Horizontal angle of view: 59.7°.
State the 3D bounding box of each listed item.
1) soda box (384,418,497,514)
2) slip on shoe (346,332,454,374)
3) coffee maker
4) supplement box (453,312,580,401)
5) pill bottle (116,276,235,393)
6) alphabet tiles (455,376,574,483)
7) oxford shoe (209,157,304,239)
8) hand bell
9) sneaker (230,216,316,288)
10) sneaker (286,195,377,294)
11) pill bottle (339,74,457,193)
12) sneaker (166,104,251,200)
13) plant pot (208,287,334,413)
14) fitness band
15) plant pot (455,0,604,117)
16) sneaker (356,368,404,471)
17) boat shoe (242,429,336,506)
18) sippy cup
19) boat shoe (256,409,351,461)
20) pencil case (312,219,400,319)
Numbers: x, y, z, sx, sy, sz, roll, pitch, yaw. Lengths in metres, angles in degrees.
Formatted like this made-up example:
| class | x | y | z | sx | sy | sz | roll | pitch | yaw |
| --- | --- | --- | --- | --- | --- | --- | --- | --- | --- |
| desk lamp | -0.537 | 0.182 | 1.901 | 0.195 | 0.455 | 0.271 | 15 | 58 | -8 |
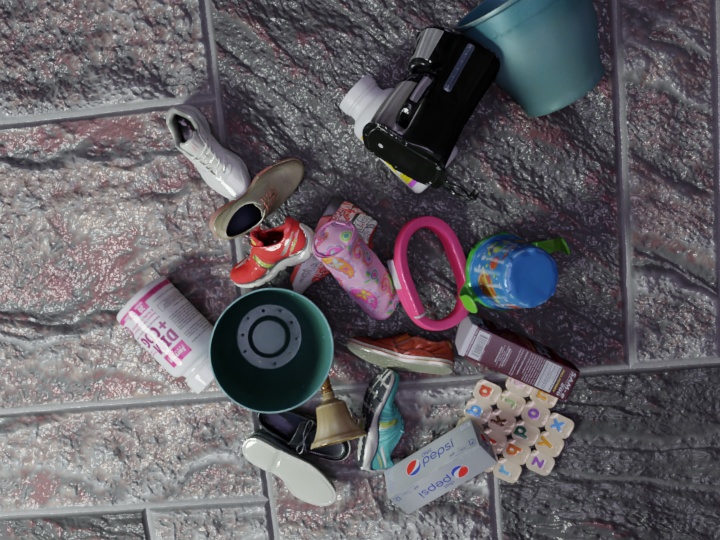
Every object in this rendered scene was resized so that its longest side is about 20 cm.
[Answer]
| class | x | y | z | sx | sy | sz | roll | pitch | yaw |
| --- | --- | --- | --- | --- | --- | --- | --- | --- | --- |
| soda box | 0.143 | 0.357 | 1.138 | 0.200 | 0.064 | 0.068 | -36 | 119 | 15 |
| slip on shoe | 0.073 | 0.143 | 1.136 | 0.198 | 0.074 | 0.062 | 7 | 65 | 9 |
| coffee maker | 0.126 | -0.239 | 0.960 | 0.192 | 0.135 | 0.201 | 36 | 78 | -23 |
| supplement box | 0.268 | 0.146 | 1.093 | 0.199 | 0.109 | 0.061 | 24 | 99 | 0 |
| pill bottle | -0.329 | 0.118 | 1.132 | 0.113 | 0.113 | 0.200 | -44 | 93 | 9 |
| alphabet tiles | 0.284 | 0.290 | 1.161 | 0.194 | 0.015 | 0.201 | 23 | 100 | 0 |
| oxford shoe | -0.165 | -0.118 | 1.080 | 0.200 | 0.074 | 0.071 | -44 | 121 | -12 |
| hand bell | -0.062 | 0.211 | 1.137 | 0.103 | 0.104 | 0.201 | -17 | 73 | 7 |
| sneaker | -0.165 | -0.038 | 1.085 | 0.199 | 0.077 | 0.085 | -28 | 128 | 32 |
| sneaker | -0.047 | -0.020 | 1.113 | 0.107 | 0.067 | 0.202 | 28 | 97 | 2 |
| pill bottle | 0.061 | -0.232 | 1.053 | 0.200 | 0.104 | 0.104 | 43 | 99 | -3 |
| sneaker | -0.272 | -0.201 | 1.087 | 0.078 | 0.099 | 0.200 | -41 | 94 | 9 |
| plant pot | -0.153 | 0.124 | 1.076 | 0.199 | 0.161 | 0.202 | 0 | 93 | -10 |
| fitness band | 0.125 | 0.005 | 1.082 | 0.143 | 0.037 | 0.201 | -26 | 100 | -28 |
| plant pot | 0.283 | -0.356 | 0.982 | 0.199 | 0.200 | 0.188 | -33 | 109 | 9 |
| sneaker | 0.044 | 0.276 | 1.160 | 0.079 | 0.078 | 0.201 | 6 | 105 | -16 |
| boat shoe | -0.126 | 0.365 | 1.180 | 0.199 | 0.062 | 0.073 | 33 | 105 | 1 |
| sippy cup | 0.259 | 0.006 | 1.047 | 0.139 | 0.130 | 0.179 | 25 | 89 | -12 |
| boat shoe | -0.109 | 0.302 | 1.170 | 0.199 | 0.062 | 0.075 | 30 | 98 | -2 |
| pencil case | 0.000 | 0.000 | 1.054 | 0.087 | 0.088 | 0.200 | -33 | 134 | 8 |
